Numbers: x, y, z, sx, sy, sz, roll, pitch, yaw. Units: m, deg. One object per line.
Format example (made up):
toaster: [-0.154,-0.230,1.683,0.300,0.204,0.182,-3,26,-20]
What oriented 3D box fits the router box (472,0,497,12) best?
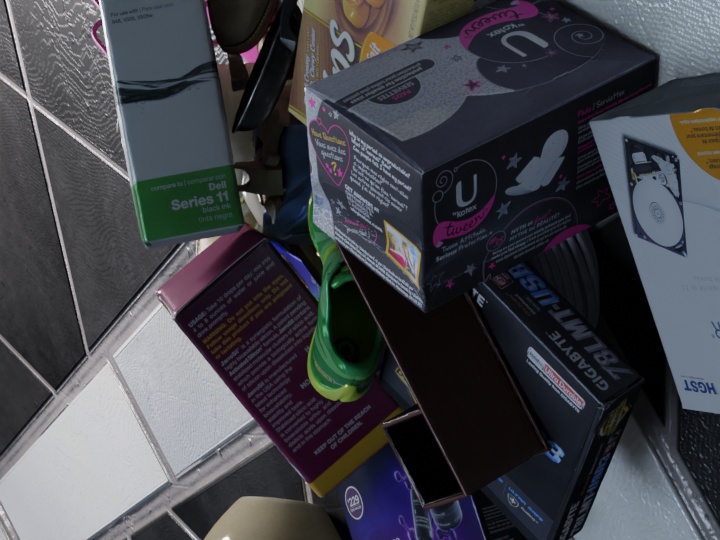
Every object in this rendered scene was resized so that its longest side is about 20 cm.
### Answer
router box: [0.008,-0.270,1.264,0.199,0.051,0.150,22,131,45]

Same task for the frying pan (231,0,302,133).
frying pan: [-0.057,-0.181,1.323,0.031,0.115,0.191,22,133,-10]

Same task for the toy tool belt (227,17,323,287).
toy tool belt: [-0.045,-0.095,1.446,0.123,0.124,0.201,-109,12,-55]

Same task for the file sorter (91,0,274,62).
file sorter: [-0.161,-0.266,1.520,0.139,0.125,0.201,47,149,31]

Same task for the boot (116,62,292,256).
boot: [-0.145,-0.094,1.536,0.072,0.154,0.202,35,112,43]

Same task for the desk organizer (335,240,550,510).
desk organizer: [0.043,0.060,1.230,0.201,0.077,0.072,63,150,2]

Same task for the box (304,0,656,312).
box: [0.078,-0.086,1.151,0.132,0.199,0.116,39,143,40]

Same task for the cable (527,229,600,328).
cable: [0.098,-0.012,1.332,0.199,0.069,0.202,4,117,61]

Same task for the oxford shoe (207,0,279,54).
oxford shoe: [-0.104,-0.268,1.366,0.070,0.075,0.202,-11,70,30]

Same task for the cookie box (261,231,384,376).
cookie box: [-0.050,0.026,1.633,0.200,0.075,0.172,30,139,49]

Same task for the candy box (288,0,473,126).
candy box: [0.014,-0.164,1.234,0.115,0.055,0.201,44,143,28]

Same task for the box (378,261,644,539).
box: [0.103,0.079,1.280,0.200,0.049,0.199,46,149,25]

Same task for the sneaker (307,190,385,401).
sneaker: [0.000,0.000,1.373,0.084,0.073,0.202,140,132,-67]

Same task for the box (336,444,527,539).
box: [0.065,0.191,1.506,0.200,0.078,0.142,-36,67,54]

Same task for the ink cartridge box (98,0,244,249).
ink cartridge box: [-0.149,-0.124,1.382,0.147,0.082,0.202,176,84,-85]

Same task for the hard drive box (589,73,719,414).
hard drive box: [0.240,-0.015,1.059,0.156,0.076,0.202,1,114,62]

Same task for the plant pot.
plant pot: [-0.092,0.316,1.884,0.200,0.199,0.136,157,123,-64]

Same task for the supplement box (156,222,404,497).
supplement box: [-0.066,0.071,1.464,0.200,0.103,0.131,52,176,-15]
